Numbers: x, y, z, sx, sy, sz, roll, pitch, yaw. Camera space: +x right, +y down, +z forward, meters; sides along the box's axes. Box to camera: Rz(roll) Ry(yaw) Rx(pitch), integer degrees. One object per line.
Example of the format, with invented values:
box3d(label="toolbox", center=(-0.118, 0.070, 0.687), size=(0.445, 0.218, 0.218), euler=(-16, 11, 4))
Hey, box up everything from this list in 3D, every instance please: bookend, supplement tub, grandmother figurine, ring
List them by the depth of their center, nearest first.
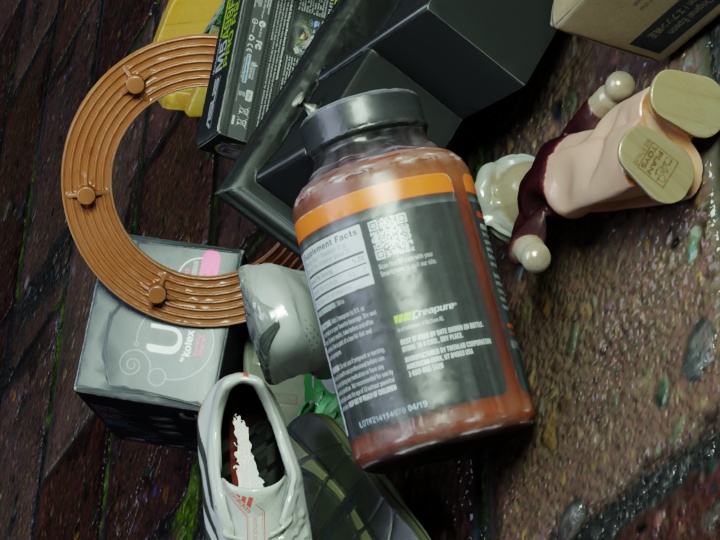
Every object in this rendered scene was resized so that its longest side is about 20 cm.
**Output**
box3d(label="grandmother figurine", center=(0.117, -0.048, 1.029), size=(0.121, 0.061, 0.200), euler=(-51, 11, -18))
box3d(label="supplement tub", center=(0.024, 0.004, 1.060), size=(0.107, 0.106, 0.201), euler=(-33, 68, 60))
box3d(label="bookend", center=(0.028, -0.117, 1.161), size=(0.201, 0.092, 0.199), euler=(-59, 15, -20))
box3d(label="ring", center=(-0.106, -0.060, 1.305), size=(0.019, 0.199, 0.202), euler=(-116, 44, -80))

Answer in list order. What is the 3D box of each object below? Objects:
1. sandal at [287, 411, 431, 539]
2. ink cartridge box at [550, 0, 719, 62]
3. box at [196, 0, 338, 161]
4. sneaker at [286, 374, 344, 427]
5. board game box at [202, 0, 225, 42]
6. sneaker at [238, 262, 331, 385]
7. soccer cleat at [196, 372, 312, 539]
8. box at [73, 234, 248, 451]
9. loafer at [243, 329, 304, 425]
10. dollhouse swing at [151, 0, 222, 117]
box3d(label="sandal", center=(0.010, 0.161, 1.132), size=(0.080, 0.057, 0.201), euler=(-47, 45, 17))
box3d(label="ink cartridge box", center=(0.173, -0.235, 0.987), size=(0.165, 0.075, 0.201), euler=(139, 141, -58))
box3d(label="box", center=(-0.014, -0.157, 1.292), size=(0.044, 0.159, 0.201), euler=(-21, 56, 63))
box3d(label="sneaker", center=(-0.029, 0.123, 1.232), size=(0.074, 0.083, 0.201), euler=(133, 148, -51))
box3d(label="board game box", center=(-0.026, -0.215, 1.365), size=(0.023, 0.104, 0.201), euler=(-37, 24, 58))
box3d(label="sneaker", center=(-0.015, 0.023, 1.152), size=(0.200, 0.087, 0.075), euler=(1, -106, -74))
box3d(label="soccer cleat", center=(-0.059, 0.155, 1.094), size=(0.085, 0.068, 0.202), euler=(113, 151, -73))
box3d(label="box", center=(-0.137, 0.060, 1.427), size=(0.200, 0.105, 0.123), euler=(83, -164, -76))
box3d(label="loafer", center=(-0.064, 0.123, 1.363), size=(0.063, 0.071, 0.201), euler=(104, 174, -49))
box3d(label="dollhouse swing", center=(-0.081, -0.232, 1.530), size=(0.200, 0.180, 0.177), euler=(-130, 39, -66))
